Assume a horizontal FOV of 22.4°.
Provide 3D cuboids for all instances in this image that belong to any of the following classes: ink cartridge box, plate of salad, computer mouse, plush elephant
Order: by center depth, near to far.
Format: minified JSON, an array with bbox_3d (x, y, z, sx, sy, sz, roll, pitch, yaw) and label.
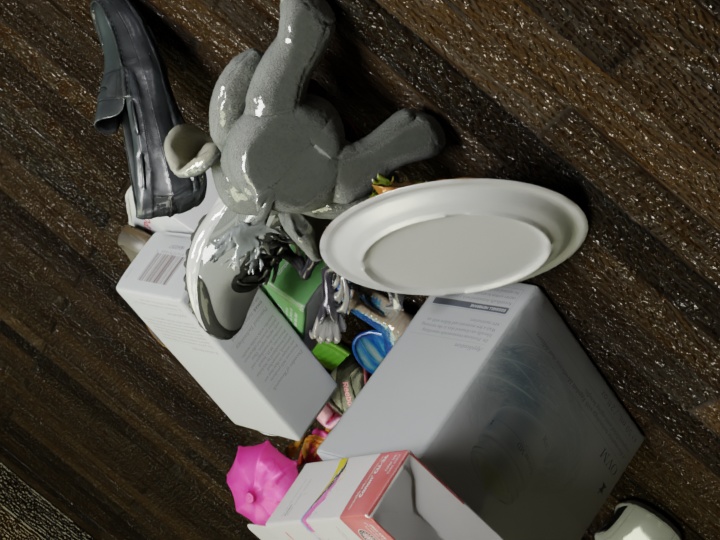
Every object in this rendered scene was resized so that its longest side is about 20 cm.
[{"bbox_3d":[0.068,-0.031,1.346,0.198,0.048,0.200,-4,156,-2],"label":"plate of salad"},{"bbox_3d":[-0.059,-0.091,1.382,0.164,0.201,0.155,37,178,-18],"label":"plush elephant"},{"bbox_3d":[0.008,0.206,1.425,0.116,0.068,0.199,44,152,-18],"label":"ink cartridge box"},{"bbox_3d":[-0.113,-0.018,1.685,0.199,0.088,0.146,32,157,11],"label":"ink cartridge box"},{"bbox_3d":[0.251,0.273,1.746,0.109,0.044,0.200,35,158,10],"label":"computer mouse"}]

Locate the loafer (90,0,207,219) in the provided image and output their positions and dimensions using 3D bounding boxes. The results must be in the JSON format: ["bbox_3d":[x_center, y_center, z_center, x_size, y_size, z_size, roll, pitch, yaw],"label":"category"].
[{"bbox_3d":[-0.188,-0.137,1.497,0.068,0.070,0.202,122,128,-70],"label":"loafer"}]

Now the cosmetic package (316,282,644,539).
[{"bbox_3d":[0.104,0.145,1.515,0.122,0.200,0.200,9,145,50],"label":"cosmetic package"}]

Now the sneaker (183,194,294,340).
[{"bbox_3d":[-0.085,-0.033,1.492,0.079,0.202,0.074,28,-162,30],"label":"sneaker"}]

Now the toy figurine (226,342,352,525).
[{"bbox_3d":[-0.058,0.192,1.881,0.149,0.185,0.201,24,155,31],"label":"toy figurine"}]

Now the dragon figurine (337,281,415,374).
[{"bbox_3d":[0.034,0.067,1.661,0.099,0.059,0.201,24,153,32],"label":"dragon figurine"}]

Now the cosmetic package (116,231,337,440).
[{"bbox_3d":[-0.118,0.060,1.638,0.101,0.074,0.200,10,147,47],"label":"cosmetic package"}]

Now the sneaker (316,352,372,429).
[{"bbox_3d":[0.051,0.143,1.777,0.199,0.079,0.096,30,125,-14],"label":"sneaker"}]

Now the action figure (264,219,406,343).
[{"bbox_3d":[0.000,0.000,1.514,0.199,0.118,0.103,17,117,54],"label":"action figure"}]

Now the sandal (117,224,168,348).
[{"bbox_3d":[-0.174,0.040,1.705,0.081,0.055,0.201,20,152,41],"label":"sandal"}]
